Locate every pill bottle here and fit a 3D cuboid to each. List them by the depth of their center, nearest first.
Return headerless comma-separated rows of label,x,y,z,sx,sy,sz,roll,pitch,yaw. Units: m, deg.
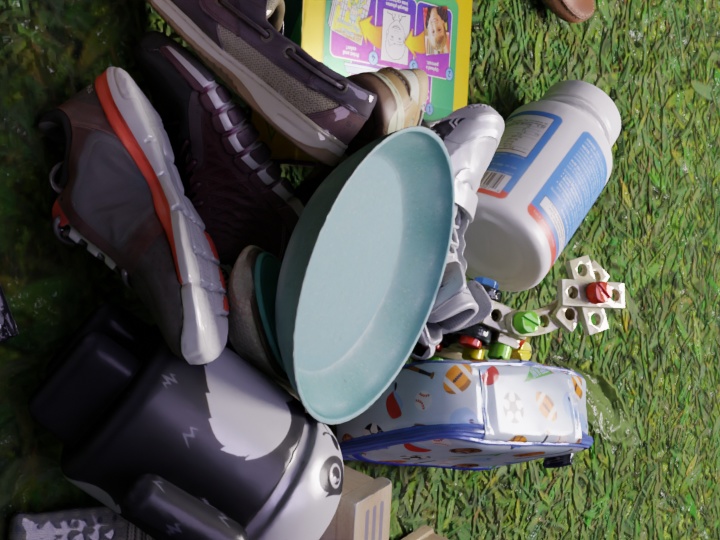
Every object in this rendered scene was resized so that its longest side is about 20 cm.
pill bottle,0.162,-0.084,0.994,0.200,0.112,0.112,-50,126,-32

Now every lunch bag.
lunch bag,0.083,0.123,0.887,0.200,0.160,0.076,14,65,-41

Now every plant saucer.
plant saucer,0.000,0.000,0.708,0.200,0.036,0.200,-43,143,-45

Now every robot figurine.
robot figurine,-0.103,0.107,0.684,0.200,0.125,0.150,39,56,-15

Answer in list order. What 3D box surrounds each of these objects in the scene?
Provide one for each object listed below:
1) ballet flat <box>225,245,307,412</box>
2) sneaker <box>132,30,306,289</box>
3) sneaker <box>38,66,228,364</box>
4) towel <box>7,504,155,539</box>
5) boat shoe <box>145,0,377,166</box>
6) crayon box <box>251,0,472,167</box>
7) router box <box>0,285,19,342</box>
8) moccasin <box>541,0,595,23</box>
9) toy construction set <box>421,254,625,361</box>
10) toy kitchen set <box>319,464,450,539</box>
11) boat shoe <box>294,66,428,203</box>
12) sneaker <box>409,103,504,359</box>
ballet flat,-0.062,0.054,0.741,0.200,0.062,0.067,62,28,-52
sneaker,-0.115,-0.052,0.730,0.116,0.076,0.200,-39,104,-11
sneaker,-0.141,-0.025,0.657,0.077,0.082,0.200,62,4,-67
towel,-0.146,0.246,0.729,0.200,0.035,0.193,4,86,-39
boat shoe,-0.073,-0.153,0.705,0.065,0.200,0.072,-47,173,6
crayon box,0.005,-0.165,0.860,0.200,0.058,0.173,0,94,-47
router box,-0.282,-0.028,0.560,0.149,0.051,0.200,-29,113,-41
moccasin,0.195,-0.338,1.043,0.074,0.078,0.201,-28,112,-43
toy construction set,0.123,0.049,0.918,0.131,0.200,0.092,22,60,-22
toy kitchen set,0.058,0.222,0.830,0.200,0.163,0.181,-19,117,-48
boat shoe,0.003,-0.060,0.789,0.076,0.072,0.200,-26,154,-40
sneaker,0.069,-0.027,0.845,0.200,0.115,0.075,-52,148,2
